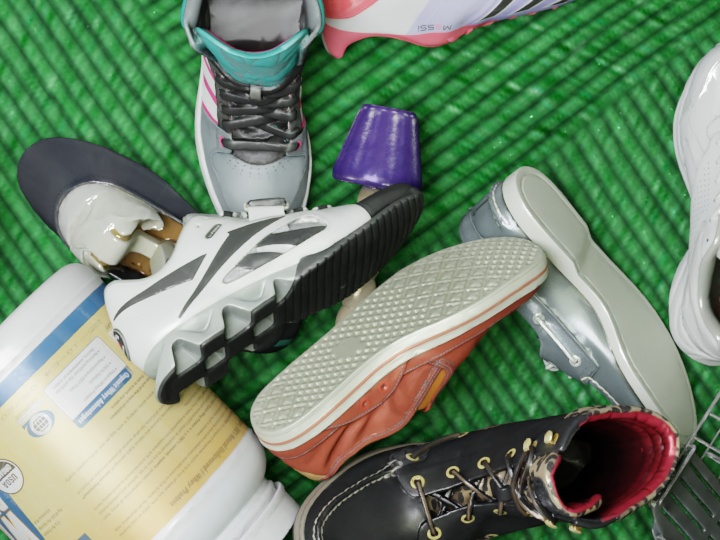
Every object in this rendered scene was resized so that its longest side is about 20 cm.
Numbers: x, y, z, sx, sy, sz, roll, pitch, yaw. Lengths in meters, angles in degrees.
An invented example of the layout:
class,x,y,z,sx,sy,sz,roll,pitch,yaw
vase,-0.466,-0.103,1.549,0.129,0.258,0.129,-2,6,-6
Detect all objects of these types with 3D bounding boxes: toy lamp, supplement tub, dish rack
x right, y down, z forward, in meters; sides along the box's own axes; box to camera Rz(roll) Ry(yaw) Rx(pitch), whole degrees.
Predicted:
class,x,y,z,sx,sy,sz,roll,pitch,yaw
toy lamp,0.000,0.000,1.269,0.058,0.058,0.201,10,92,-3
supplement tub,-0.147,0.112,1.224,0.145,0.145,0.200,-45,94,0
dish rack,0.255,0.102,1.242,0.200,0.054,0.153,-54,136,-9

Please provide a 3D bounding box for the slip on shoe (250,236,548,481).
class,x,y,z,sx,sy,sz,roll,pitch,yaw
slip on shoe,0.028,0.049,1.224,0.200,0.074,0.061,-38,125,-7

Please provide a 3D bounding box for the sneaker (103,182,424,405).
class,x,y,z,sx,sy,sz,roll,pitch,yaw
sneaker,-0.056,-0.012,1.195,0.199,0.074,0.089,-30,65,-22

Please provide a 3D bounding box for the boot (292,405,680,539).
class,x,y,z,sx,sy,sz,roll,pitch,yaw
boot,0.074,0.127,1.199,0.199,0.150,0.074,-13,88,-32

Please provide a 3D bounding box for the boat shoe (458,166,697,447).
class,x,y,z,sx,sy,sz,roll,pitch,yaw
boat shoe,0.134,0.031,1.282,0.062,0.073,0.200,-32,99,31

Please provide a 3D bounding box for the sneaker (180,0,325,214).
class,x,y,z,sx,sy,sz,roll,pitch,yaw
sneaker,-0.060,-0.111,1.228,0.083,0.121,0.201,-4,94,-2

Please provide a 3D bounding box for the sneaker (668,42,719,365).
class,x,y,z,sx,sy,sz,roll,pitch,yaw
sneaker,0.232,-0.039,1.256,0.077,0.099,0.201,0,93,-3

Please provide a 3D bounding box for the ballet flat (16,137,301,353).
class,x,y,z,sx,sy,sz,roll,pitch,yaw
ballet flat,-0.123,-0.012,1.253,0.199,0.073,0.073,34,91,-4

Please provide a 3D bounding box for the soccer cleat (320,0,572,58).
class,x,y,z,sx,sy,sz,roll,pitch,yaw
soccer cleat,0.069,-0.172,1.268,0.199,0.067,0.077,-5,124,-8
